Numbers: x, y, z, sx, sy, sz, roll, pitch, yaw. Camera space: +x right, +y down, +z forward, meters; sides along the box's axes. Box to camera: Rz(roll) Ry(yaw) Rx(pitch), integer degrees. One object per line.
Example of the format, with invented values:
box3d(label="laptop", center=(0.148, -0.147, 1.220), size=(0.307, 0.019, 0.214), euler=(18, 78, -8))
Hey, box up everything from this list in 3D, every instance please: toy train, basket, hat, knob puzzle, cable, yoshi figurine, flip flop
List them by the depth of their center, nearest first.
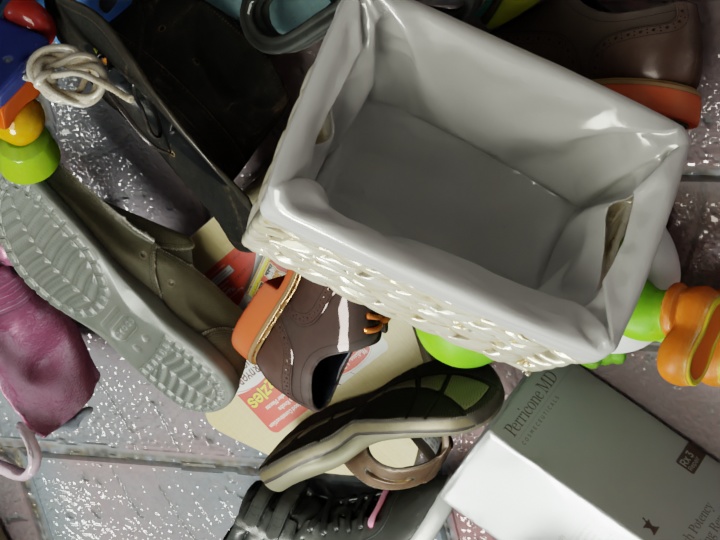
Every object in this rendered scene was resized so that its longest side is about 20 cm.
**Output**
box3d(label="basket", center=(0.049, -0.042, 1.401), size=(0.200, 0.136, 0.123), euler=(24, 165, -10))
box3d(label="cable", center=(0.014, -0.156, 1.445), size=(0.200, 0.050, 0.097), euler=(-35, 76, 48))
box3d(label="yoshi figurine", center=(0.113, 0.028, 1.520), size=(0.200, 0.112, 0.113), euler=(19, 137, 27))
box3d(label="toy train", center=(-0.200, -0.093, 1.549), size=(0.200, 0.085, 0.116), euler=(25, 151, 27))
box3d(label="hat", center=(-0.096, -0.108, 1.554), size=(0.201, 0.081, 0.201), euler=(47, 169, 12))
box3d(label="flip flop", center=(0.017, 0.104, 1.602), size=(0.200, 0.081, 0.058), euler=(-25, 100, 43))
box3d(label="knob puzzle", center=(-0.032, 0.046, 1.665), size=(0.219, 0.030, 0.220), euler=(15, 125, 22))

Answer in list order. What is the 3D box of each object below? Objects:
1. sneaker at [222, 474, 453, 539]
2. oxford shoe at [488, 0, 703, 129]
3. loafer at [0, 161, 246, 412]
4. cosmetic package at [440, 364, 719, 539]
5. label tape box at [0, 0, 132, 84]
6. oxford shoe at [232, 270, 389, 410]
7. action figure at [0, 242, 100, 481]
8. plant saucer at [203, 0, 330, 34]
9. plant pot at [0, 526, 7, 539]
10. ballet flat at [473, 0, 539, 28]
box3d(label="sneaker", center=(-0.020, 0.161, 1.706), size=(0.099, 0.071, 0.200), euler=(43, 136, -7))
box3d(label="oxford shoe", center=(0.105, -0.118, 1.468), size=(0.200, 0.071, 0.073), euler=(6, 85, 37))
box3d(label="loafer", center=(-0.144, 0.001, 1.636), size=(0.200, 0.070, 0.075), euler=(46, 138, -9))
box3d(label="cosmetic package", center=(0.159, 0.145, 1.572), size=(0.200, 0.102, 0.074), euler=(36, 131, 4))
box3d(label="label tape box", center=(-0.213, -0.209, 1.583), size=(0.200, 0.066, 0.143), euler=(44, 132, 0))
box3d(label="oxford shoe", center=(0.000, 0.000, 1.540), size=(0.073, 0.071, 0.200), euler=(48, 133, 17))
box3d(label="action figure", center=(-0.240, 0.009, 1.696), size=(0.134, 0.149, 0.200), euler=(13, 140, 30))
box3d(label="plant saucer", center=(-0.044, -0.229, 1.487), size=(0.201, 0.039, 0.201), euler=(15, 127, 21))
box3d(label="plant pot", center=(-0.332, 0.269, 1.890), size=(0.200, 0.177, 0.200), euler=(-12, 113, 35))
box3d(label="ballet flat", center=(0.117, -0.202, 1.398), size=(0.067, 0.067, 0.200), euler=(15, 128, -6))
